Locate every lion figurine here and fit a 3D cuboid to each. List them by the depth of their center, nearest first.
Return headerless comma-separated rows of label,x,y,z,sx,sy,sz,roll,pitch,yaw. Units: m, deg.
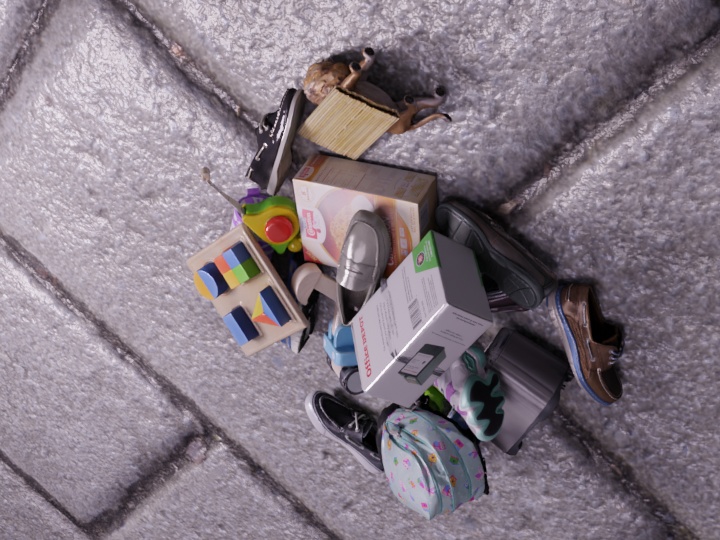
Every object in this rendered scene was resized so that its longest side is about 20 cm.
lion figurine,0.019,-0.229,1.545,0.199,0.073,0.123,35,144,-5

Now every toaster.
toaster,0.229,0.176,1.718,0.129,0.114,0.201,34,137,5

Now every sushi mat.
sushi mat,-0.020,-0.200,1.558,0.095,0.012,0.200,23,164,-13

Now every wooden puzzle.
wooden puzzle,-0.186,0.039,1.769,0.199,0.046,0.186,-27,98,51

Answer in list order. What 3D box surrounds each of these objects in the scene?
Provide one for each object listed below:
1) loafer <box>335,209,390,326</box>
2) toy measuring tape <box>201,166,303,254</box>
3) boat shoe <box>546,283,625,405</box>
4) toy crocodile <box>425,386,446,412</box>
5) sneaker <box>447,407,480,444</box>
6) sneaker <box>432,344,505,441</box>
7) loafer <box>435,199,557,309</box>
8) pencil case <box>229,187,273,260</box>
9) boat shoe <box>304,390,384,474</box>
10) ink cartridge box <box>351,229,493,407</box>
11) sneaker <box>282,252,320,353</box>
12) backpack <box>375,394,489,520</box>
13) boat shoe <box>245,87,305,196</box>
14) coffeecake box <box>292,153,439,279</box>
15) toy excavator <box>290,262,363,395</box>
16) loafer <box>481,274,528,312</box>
loafer,0.000,0.000,1.636,0.069,0.070,0.201,20,137,17
toy measuring tape,-0.146,-0.098,1.683,0.073,0.074,0.200,-17,131,39
boat shoe,0.335,0.108,1.626,0.072,0.072,0.201,-15,116,37
toy crocodile,0.101,0.221,1.864,0.062,0.068,0.200,39,134,6
sneaker,0.146,0.287,1.867,0.078,0.090,0.201,24,137,-3
sneaker,0.129,0.161,1.672,0.140,0.077,0.202,-30,74,50
loafer,0.192,-0.030,1.611,0.200,0.063,0.072,45,146,14
pencil case,-0.182,-0.035,1.817,0.086,0.083,0.201,59,143,32
boat shoe,-0.008,0.274,1.969,0.200,0.072,0.068,46,137,-13
ink cartridge box,0.081,0.070,1.582,0.084,0.147,0.200,22,127,-28
sneaker,-0.119,0.047,1.836,0.088,0.079,0.201,22,134,10
backpack,0.107,0.293,1.728,0.200,0.126,0.168,22,136,61
boat shoe,-0.126,-0.193,1.663,0.060,0.074,0.201,25,143,4
coffeecake box,0.011,-0.074,1.670,0.198,0.073,0.155,13,133,22
toy excavator,-0.016,0.083,1.773,0.192,0.100,0.202,-3,111,-18
loafer,0.160,0.047,1.687,0.198,0.072,0.063,-11,123,33
